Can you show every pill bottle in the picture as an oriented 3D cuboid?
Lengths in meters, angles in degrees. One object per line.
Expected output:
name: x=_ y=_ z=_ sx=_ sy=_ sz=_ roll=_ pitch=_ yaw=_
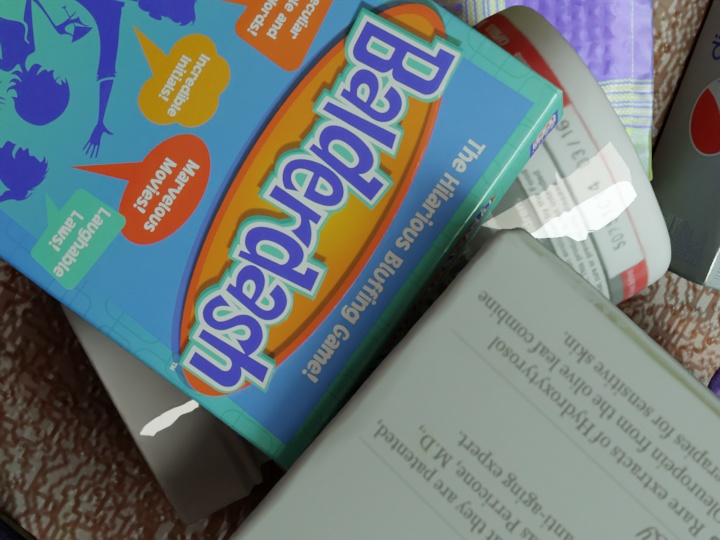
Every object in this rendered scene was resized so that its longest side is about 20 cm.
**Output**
pill bottle: x=0.000 y=0.000 z=0.891 sx=0.199 sy=0.114 sz=0.114 roll=-30 pitch=121 yaw=-5

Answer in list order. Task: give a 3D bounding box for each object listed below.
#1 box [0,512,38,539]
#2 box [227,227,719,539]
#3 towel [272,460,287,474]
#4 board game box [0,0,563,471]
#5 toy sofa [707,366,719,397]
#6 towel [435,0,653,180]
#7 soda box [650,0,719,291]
box: x=-0.164 y=0.073 z=0.826 sx=0.200 sy=0.121 sz=0.032 roll=39 pitch=84 yaw=-35
box: x=0.086 y=0.128 z=0.819 sx=0.171 sy=0.200 sz=0.199 roll=-49 pitch=156 yaw=2
towel: x=0.042 y=0.096 z=1.027 sx=0.086 sy=0.018 sz=0.200 roll=-47 pitch=125 yaw=-8
board game box: x=-0.056 y=-0.051 z=0.820 sx=0.200 sy=0.045 sz=0.152 roll=35 pitch=86 yaw=8
toy sofa: x=0.146 y=0.116 z=1.048 sx=0.098 sy=0.083 sz=0.200 roll=-50 pitch=131 yaw=-18
towel: x=0.058 y=-0.112 z=0.958 sx=0.143 sy=0.023 sz=0.201 roll=-10 pitch=112 yaw=-29
soda box: x=0.183 y=-0.087 z=1.018 sx=0.068 sy=0.063 sz=0.201 roll=15 pitch=99 yaw=-33
